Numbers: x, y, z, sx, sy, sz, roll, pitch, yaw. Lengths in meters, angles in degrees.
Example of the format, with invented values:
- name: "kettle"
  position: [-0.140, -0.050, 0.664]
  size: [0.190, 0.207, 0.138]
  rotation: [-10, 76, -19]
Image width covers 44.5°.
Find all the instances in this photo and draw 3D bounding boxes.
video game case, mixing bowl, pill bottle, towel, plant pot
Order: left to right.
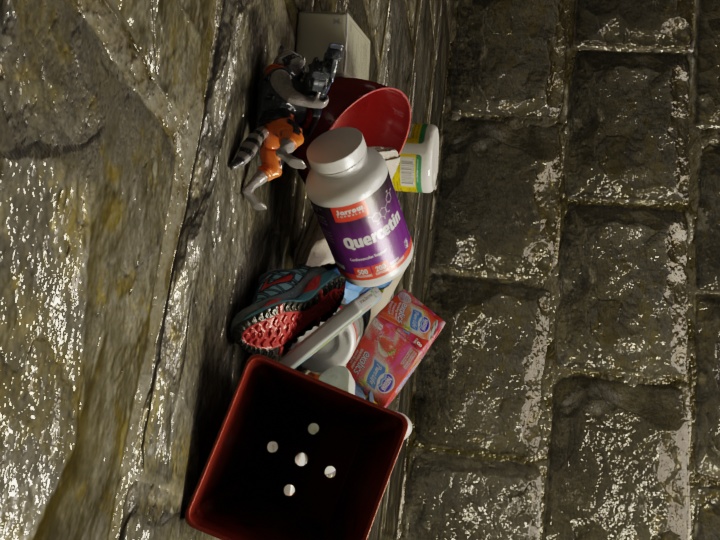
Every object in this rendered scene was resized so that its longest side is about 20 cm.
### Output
- name: "plant pot"
  position: [-0.072, 0.234, 1.060]
  size: [0.176, 0.197, 0.203]
  rotation: [103, 9, -82]
- name: "video game case"
  position: [-0.062, 0.098, 1.205]
  size: [0.022, 0.199, 0.182]
  rotation: [51, 11, 3]
- name: "pill bottle"
  position: [-0.045, 0.075, 1.423]
  size: [0.200, 0.112, 0.116]
  rotation: [-58, 151, -70]
- name: "mixing bowl"
  position: [-0.031, -0.202, 1.276]
  size: [0.199, 0.108, 0.202]
  rotation: [-36, 151, -23]
- name: "towel"
  position: [-0.018, -0.089, 1.283]
  size: [0.131, 0.034, 0.202]
  rotation: [-14, 136, -48]
- name: "pill bottle"
  position: [-0.004, -0.083, 1.164]
  size: [0.113, 0.110, 0.202]
  rotation: [-75, 152, -45]
- name: "pill bottle"
  position: [0.028, -0.192, 1.470]
  size: [0.113, 0.196, 0.115]
  rotation: [4, 90, -79]

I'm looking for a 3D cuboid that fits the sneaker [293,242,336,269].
- name: "sneaker"
  position: [-0.056, -0.063, 1.429]
  size: [0.199, 0.070, 0.115]
  rotation: [8, 68, -64]

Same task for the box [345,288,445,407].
- name: "box"
  position: [0.045, 0.143, 1.456]
  size: [0.100, 0.095, 0.201]
  rotation: [-41, 165, -48]

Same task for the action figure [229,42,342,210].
- name: "action figure"
  position: [-0.093, -0.200, 1.073]
  size: [0.200, 0.103, 0.196]
  rotation: [124, -25, -56]

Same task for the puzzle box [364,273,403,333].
- name: "puzzle box"
  position: [0.009, 0.063, 1.607]
  size: [0.133, 0.025, 0.201]
  rotation: [-28, -153, 53]

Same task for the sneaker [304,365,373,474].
- name: "sneaker"
  position: [-0.020, 0.253, 1.283]
  size: [0.201, 0.079, 0.148]
  rotation: [-84, 156, -55]

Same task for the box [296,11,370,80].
- name: "box"
  position: [-0.039, -0.334, 1.369]
  size: [0.200, 0.076, 0.097]
  rotation: [-10, 104, -80]

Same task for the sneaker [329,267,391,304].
- name: "sneaker"
  position: [0.000, 0.000, 1.385]
  size: [0.079, 0.066, 0.199]
  rotation: [-57, 160, 21]

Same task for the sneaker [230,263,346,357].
- name: "sneaker"
  position: [-0.109, 0.047, 1.154]
  size: [0.199, 0.095, 0.081]
  rotation: [-26, 133, -49]

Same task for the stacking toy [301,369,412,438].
- name: "stacking toy"
  position: [-0.014, 0.242, 1.423]
  size: [0.146, 0.196, 0.149]
  rotation: [4, 90, -80]

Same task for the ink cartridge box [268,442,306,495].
- name: "ink cartridge box"
  position: [-0.111, 0.247, 1.250]
  size: [0.200, 0.067, 0.118]
  rotation: [5, 88, -80]
